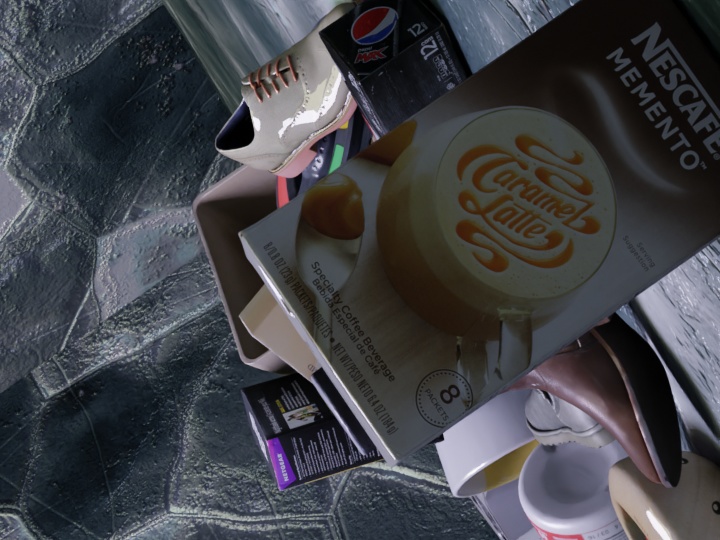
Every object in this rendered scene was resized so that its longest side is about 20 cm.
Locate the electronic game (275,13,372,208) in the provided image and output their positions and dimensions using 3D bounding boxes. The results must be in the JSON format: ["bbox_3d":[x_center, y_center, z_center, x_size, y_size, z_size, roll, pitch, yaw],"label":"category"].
[{"bbox_3d":[-0.033,-0.115,1.794,0.200,0.041,0.202,-172,90,-71],"label":"electronic game"}]

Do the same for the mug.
[{"bbox_3d":[0.115,0.105,1.938,0.154,0.149,0.187,62,172,16],"label":"mug"}]

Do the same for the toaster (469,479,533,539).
[{"bbox_3d":[0.172,0.214,2.308,0.201,0.118,0.181,57,177,-33],"label":"toaster"}]

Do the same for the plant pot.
[{"bbox_3d":[-0.011,-0.008,2.044,0.177,0.199,0.201,36,-154,-51],"label":"plant pot"}]

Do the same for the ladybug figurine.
[{"bbox_3d":[0.237,0.187,1.538,0.136,0.072,0.200,53,175,25],"label":"ladybug figurine"}]

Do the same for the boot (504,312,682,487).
[{"bbox_3d":[0.099,0.085,1.459,0.187,0.199,0.064,64,-152,-12],"label":"boot"}]

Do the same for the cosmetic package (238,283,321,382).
[{"bbox_3d":[0.000,0.000,1.840,0.105,0.200,0.071,37,-178,-17],"label":"cosmetic package"}]

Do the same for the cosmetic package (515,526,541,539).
[{"bbox_3d":[0.247,0.335,2.032,0.165,0.164,0.200,58,177,-37],"label":"cosmetic package"}]

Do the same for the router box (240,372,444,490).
[{"bbox_3d":[-0.019,0.125,1.900,0.200,0.148,0.051,-133,28,-77],"label":"router box"}]

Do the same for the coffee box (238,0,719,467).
[{"bbox_3d":[0.063,-0.022,0.896,0.115,0.199,0.080,54,175,6],"label":"coffee box"}]

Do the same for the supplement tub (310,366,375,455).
[{"bbox_3d":[0.063,0.048,1.563,0.107,0.199,0.107,55,176,6],"label":"supplement tub"}]

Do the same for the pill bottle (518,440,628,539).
[{"bbox_3d":[0.219,0.228,1.828,0.200,0.114,0.114,58,175,-39],"label":"pill bottle"}]

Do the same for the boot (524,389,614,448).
[{"bbox_3d":[0.127,0.044,1.718,0.200,0.073,0.182,50,164,-9],"label":"boot"}]

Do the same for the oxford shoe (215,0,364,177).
[{"bbox_3d":[-0.051,-0.141,1.704,0.200,0.073,0.071,-55,38,44],"label":"oxford shoe"}]

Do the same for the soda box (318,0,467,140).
[{"bbox_3d":[0.045,-0.101,1.478,0.063,0.071,0.200,53,176,42],"label":"soda box"}]
